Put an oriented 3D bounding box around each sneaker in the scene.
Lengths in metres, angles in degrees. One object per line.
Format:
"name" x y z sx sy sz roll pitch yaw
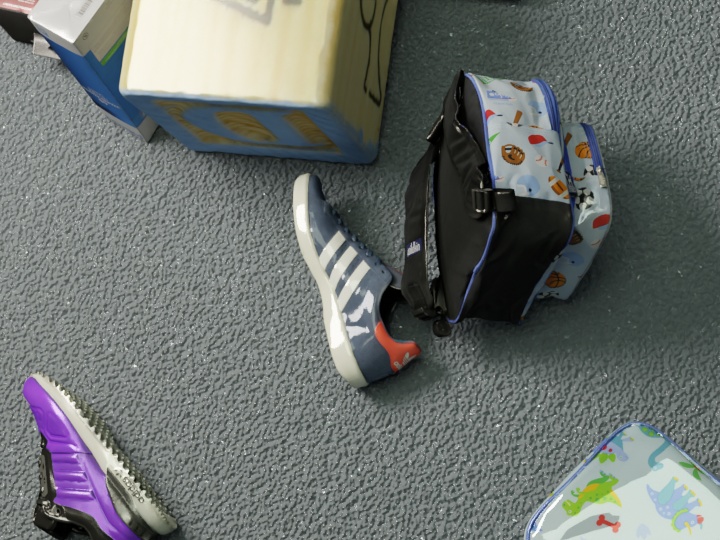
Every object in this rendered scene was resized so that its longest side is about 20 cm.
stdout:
"sneaker" -0.257 0.181 1.415 0.099 0.070 0.200 -42 65 -2
"sneaker" 0.000 0.000 1.427 0.084 0.075 0.201 -19 76 7

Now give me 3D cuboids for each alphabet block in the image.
"alphabet block" -0.083 -0.221 1.449 0.195 0.195 0.201 6 80 14

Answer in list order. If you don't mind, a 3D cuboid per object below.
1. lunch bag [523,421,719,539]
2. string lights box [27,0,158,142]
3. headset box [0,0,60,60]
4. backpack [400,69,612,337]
"lunch bag" 0.237 0.233 1.273 0.161 0.083 0.200 -46 66 -8
"string lights box" -0.220 -0.212 1.488 0.059 0.200 0.103 30 77 21
"headset box" -0.269 -0.300 1.602 0.148 0.077 0.201 14 74 18
"backpack" 0.124 -0.070 1.366 0.153 0.200 0.191 1 57 -20
